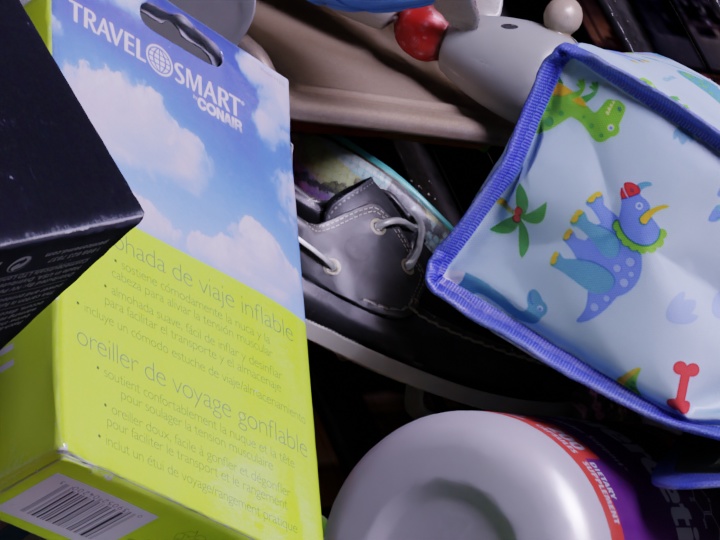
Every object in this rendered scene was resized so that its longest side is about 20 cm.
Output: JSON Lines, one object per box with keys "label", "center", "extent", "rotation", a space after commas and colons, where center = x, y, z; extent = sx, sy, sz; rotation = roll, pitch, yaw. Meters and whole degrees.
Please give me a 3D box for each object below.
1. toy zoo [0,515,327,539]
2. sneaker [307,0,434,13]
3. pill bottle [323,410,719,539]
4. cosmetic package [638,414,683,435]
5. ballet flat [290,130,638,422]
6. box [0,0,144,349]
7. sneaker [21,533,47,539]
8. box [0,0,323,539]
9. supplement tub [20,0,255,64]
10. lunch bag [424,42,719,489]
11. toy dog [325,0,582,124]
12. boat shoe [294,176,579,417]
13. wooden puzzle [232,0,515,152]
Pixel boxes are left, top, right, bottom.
{"label": "toy zoo", "center": [-0.086, 0.070, 0.861], "extent": [0.200, 0.020, 0.131], "rotation": [51, 34, 1]}
{"label": "sneaker", "center": [-0.024, -0.169, 0.916], "extent": [0.071, 0.083, 0.200], "rotation": [-29, 61, -30]}
{"label": "pill bottle", "center": [0.079, 0.111, 0.914], "extent": [0.200, 0.112, 0.112], "rotation": [8, 51, -59]}
{"label": "cosmetic package", "center": [0.168, 0.034, 1.092], "extent": [0.101, 0.071, 0.200], "rotation": [63, 16, 19]}
{"label": "ballet flat", "center": [0.031, 0.025, 1.010], "extent": [0.200, 0.069, 0.071], "rotation": [41, 60, -13]}
{"label": "box", "center": [-0.193, -0.042, 0.701], "extent": [0.104, 0.182, 0.200], "rotation": [-14, 70, -54]}
{"label": "sneaker", "center": [-0.099, 0.127, 0.714], "extent": [0.070, 0.093, 0.200], "rotation": [48, 40, -2]}
{"label": "box", "center": [-0.070, 0.001, 0.790], "extent": [0.122, 0.048, 0.200], "rotation": [31, 42, -41]}
{"label": "supplement tub", "center": [-0.139, -0.155, 0.904], "extent": [0.145, 0.145, 0.200], "rotation": [-9, 65, -52]}
{"label": "lunch bag", "center": [0.143, 0.011, 0.899], "extent": [0.200, 0.127, 0.170], "rotation": [30, 12, 10]}
{"label": "toy dog", "center": [0.014, -0.148, 1.011], "extent": [0.200, 0.096, 0.132], "rotation": [26, 18, -10]}
{"label": "boat shoe", "center": [0.000, 0.000, 0.934], "extent": [0.200, 0.068, 0.072], "rotation": [26, 5, -7]}
{"label": "wooden puzzle", "center": [-0.025, -0.101, 1.042], "extent": [0.200, 0.037, 0.185], "rotation": [10, 26, -47]}
